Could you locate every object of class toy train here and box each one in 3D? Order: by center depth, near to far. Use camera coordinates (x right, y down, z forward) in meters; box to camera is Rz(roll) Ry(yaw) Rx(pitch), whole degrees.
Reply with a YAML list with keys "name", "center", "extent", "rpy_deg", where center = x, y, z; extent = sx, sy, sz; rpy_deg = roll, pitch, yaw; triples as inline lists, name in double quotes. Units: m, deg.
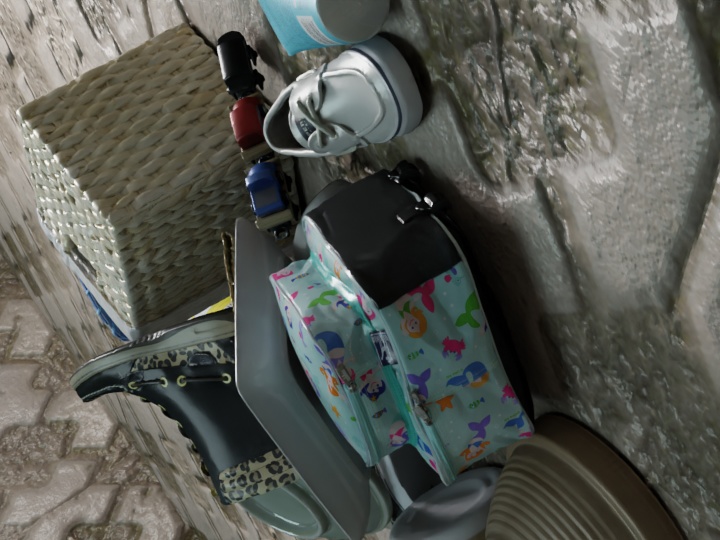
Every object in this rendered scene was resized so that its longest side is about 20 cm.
- name: "toy train"
  center: [-0.084, -0.111, 1.070]
  extent: [0.046, 0.034, 0.202]
  rpy_deg: [61, -169, -58]

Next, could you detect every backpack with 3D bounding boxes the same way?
- name: "backpack"
  center: [0.034, 0.052, 0.964]
  extent: [0.201, 0.150, 0.178]
  rpy_deg: [57, 176, -26]

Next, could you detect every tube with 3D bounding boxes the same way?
- name: "tube"
  center: [-0.038, -0.182, 0.937]
  extent: [0.078, 0.050, 0.200]
  rpy_deg: [68, 165, -16]

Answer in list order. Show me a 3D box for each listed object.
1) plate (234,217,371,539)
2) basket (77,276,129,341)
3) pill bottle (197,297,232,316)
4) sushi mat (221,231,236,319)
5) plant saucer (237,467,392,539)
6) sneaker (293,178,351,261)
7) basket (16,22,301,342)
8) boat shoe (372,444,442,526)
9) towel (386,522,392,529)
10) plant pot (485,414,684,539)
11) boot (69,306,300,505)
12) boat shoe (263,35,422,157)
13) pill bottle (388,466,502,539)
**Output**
- name: "plate"
  center: [-0.039, 0.080, 1.064]
  extent: [0.201, 0.032, 0.201]
  rpy_deg: [-95, -21, -50]
- name: "basket"
  center: [-0.275, 0.004, 1.662]
  extent: [0.201, 0.137, 0.178]
  rpy_deg: [-87, -26, -66]
- name: "pill bottle"
  center: [-0.121, 0.076, 1.441]
  extent: [0.115, 0.113, 0.200]
  rpy_deg: [62, 165, -14]
- name: "sushi mat"
  center: [-0.062, 0.049, 1.125]
  extent: [0.200, 0.012, 0.097]
  rpy_deg: [49, -155, -57]
- name: "plant saucer"
  center: [-0.068, 0.189, 1.208]
  extent: [0.198, 0.051, 0.201]
  rpy_deg: [23, 149, 15]
- name: "sneaker"
  center: [0.000, 0.000, 1.104]
  extent: [0.084, 0.073, 0.201]
  rpy_deg: [37, 162, 21]
- name: "basket"
  center: [-0.181, -0.082, 1.223]
  extent: [0.198, 0.199, 0.162]
  rpy_deg: [45, 156, 33]
- name: "boat shoe"
  center: [0.037, 0.193, 1.219]
  extent: [0.056, 0.069, 0.201]
  rpy_deg: [-4, 130, 28]
- name: "towel"
  center: [0.019, 0.175, 1.291]
  extent: [0.131, 0.035, 0.202]
  rpy_deg: [8, 133, 26]
- name: "plant pot"
  center: [0.154, 0.215, 0.989]
  extent: [0.201, 0.092, 0.202]
  rpy_deg: [49, 160, 24]
- name: "boot"
  center: [-0.147, 0.125, 1.137]
  extent: [0.202, 0.073, 0.156]
  rpy_deg: [-20, 91, 30]
- name: "boat shoe"
  center: [-0.020, -0.114, 0.957]
  extent: [0.073, 0.065, 0.199]
  rpy_deg: [63, 162, -14]
- name: "pill bottle"
  center: [0.118, 0.281, 1.141]
  extent: [0.202, 0.119, 0.119]
  rpy_deg: [61, 161, -10]
